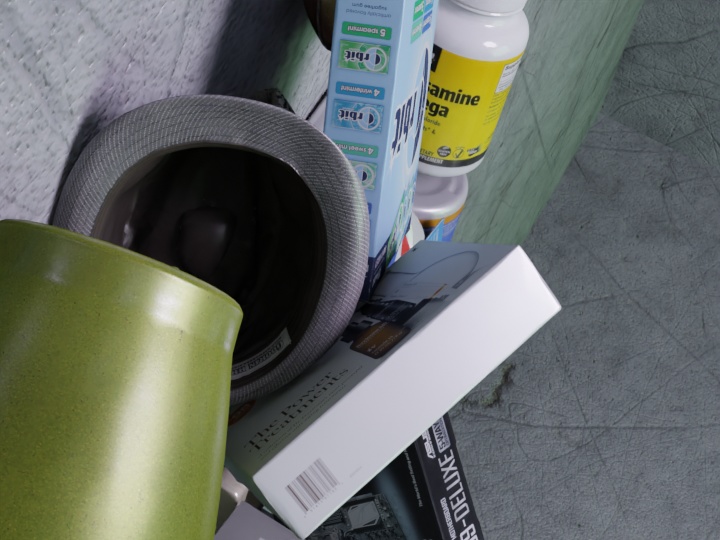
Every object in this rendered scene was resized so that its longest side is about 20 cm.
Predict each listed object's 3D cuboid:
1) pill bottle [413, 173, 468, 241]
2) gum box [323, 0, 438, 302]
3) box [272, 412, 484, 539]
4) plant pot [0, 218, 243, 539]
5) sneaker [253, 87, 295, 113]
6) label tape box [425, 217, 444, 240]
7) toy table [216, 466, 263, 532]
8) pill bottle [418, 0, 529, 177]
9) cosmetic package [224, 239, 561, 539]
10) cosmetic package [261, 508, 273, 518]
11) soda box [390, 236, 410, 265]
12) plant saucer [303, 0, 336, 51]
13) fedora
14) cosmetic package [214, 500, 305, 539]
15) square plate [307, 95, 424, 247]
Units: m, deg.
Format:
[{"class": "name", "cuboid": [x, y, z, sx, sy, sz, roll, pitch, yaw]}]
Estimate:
[{"class": "pill bottle", "cuboid": [0.036, -0.030, 1.267, 0.112, 0.112, 0.201, -52, 165, -43]}, {"class": "gum box", "cuboid": [0.012, -0.102, 0.781, 0.170, 0.044, 0.201, -59, 157, -69]}, {"class": "box", "cuboid": [0.004, 0.163, 0.870, 0.050, 0.157, 0.201, -25, 102, -49]}, {"class": "plant pot", "cuboid": [-0.145, 0.086, 0.576, 0.200, 0.199, 0.194, 68, 40, -76]}, {"class": "sneaker", "cuboid": [-0.098, -0.046, 0.801, 0.200, 0.077, 0.089, -54, 135, -29]}, {"class": "label tape box", "cuboid": [0.039, 0.066, 1.167, 0.200, 0.063, 0.144, -46, 160, -21]}, {"class": "toy table", "cuboid": [-0.154, 0.191, 0.920, 0.184, 0.117, 0.200, -54, 167, -35]}, {"class": "pill bottle", "cuboid": [0.089, -0.195, 1.114, 0.113, 0.112, 0.201, -50, 163, -46]}, {"class": "cosmetic package", "cuboid": [0.005, 0.061, 0.728, 0.200, 0.052, 0.151, -40, -168, -14]}, {"class": "cosmetic package", "cuboid": [-0.139, 0.308, 1.046, 0.200, 0.199, 0.123, -54, 166, -37]}, {"class": "soda box", "cuboid": [0.000, 0.000, 0.962, 0.063, 0.071, 0.201, -47, 133, -34]}, {"class": "plant saucer", "cuboid": [0.008, -0.248, 0.817, 0.201, 0.037, 0.201, -58, 167, -21]}, {"class": "fedora", "cuboid": [-0.087, -0.020, 0.699, 0.090, 0.176, 0.201, -107, -158, -62]}, {"class": "cosmetic package", "cuboid": [-0.085, 0.275, 0.869, 0.090, 0.106, 0.201, -47, 161, -52]}, {"class": "square plate", "cuboid": [-0.021, -0.020, 1.011, 0.200, 0.028, 0.198, -56, 137, -24]}]
